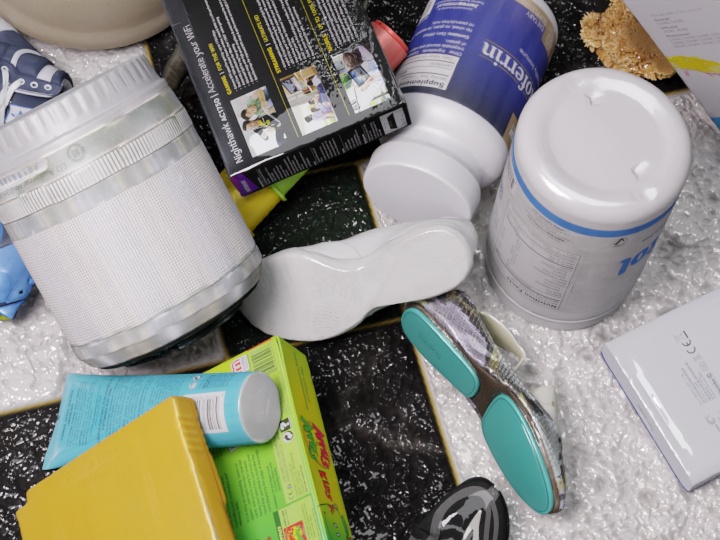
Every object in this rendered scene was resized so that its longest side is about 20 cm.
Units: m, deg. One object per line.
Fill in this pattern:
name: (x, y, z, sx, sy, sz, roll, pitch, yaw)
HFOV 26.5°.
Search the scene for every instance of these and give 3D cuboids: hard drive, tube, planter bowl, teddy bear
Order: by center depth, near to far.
tube: (-0.153, 0.106, 1.125, 0.199, 0.050, 0.078, -6, 57, 32)
hard drive: (0.311, 0.075, 1.222, 0.199, 0.025, 0.132, -24, 68, -14)
planter bowl: (-0.232, -0.308, 1.302, 0.199, 0.135, 0.201, 5, 59, -8)
teddy bear: (0.269, -0.238, 1.357, 0.144, 0.067, 0.201, 24, 63, -12)

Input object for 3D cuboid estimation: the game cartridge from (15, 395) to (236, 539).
game cartridge: (-0.155, 0.215, 1.067, 0.176, 0.032, 0.201, -33, 63, 26)

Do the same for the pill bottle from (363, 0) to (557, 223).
pill bottle: (0.081, -0.139, 1.263, 0.115, 0.116, 0.201, 21, 65, 7)

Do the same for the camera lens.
camera lens: (-0.178, -0.039, 1.141, 0.160, 0.160, 0.201, -31, 103, -17)

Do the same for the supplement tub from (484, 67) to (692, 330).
supplement tub: (0.170, -0.051, 1.178, 0.131, 0.200, 0.133, 1, 64, -2)

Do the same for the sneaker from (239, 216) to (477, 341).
sneaker: (0.000, 0.000, 1.215, 0.199, 0.089, 0.076, -12, 107, 17)

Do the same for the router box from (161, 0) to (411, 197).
router box: (-0.065, -0.180, 1.203, 0.149, 0.051, 0.201, -22, 73, 1)

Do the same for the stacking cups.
stacking cups: (-0.043, -0.120, 1.245, 0.060, 0.061, 0.200, 41, 86, 16)

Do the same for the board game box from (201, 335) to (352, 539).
board game box: (-0.070, 0.159, 1.107, 0.101, 0.048, 0.201, -27, 56, 17)

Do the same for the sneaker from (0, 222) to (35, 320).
sneaker: (-0.273, -0.009, 1.211, 0.200, 0.066, 0.078, -41, 86, -20)

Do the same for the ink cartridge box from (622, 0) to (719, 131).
ink cartridge box: (0.339, -0.221, 1.245, 0.146, 0.200, 0.147, 1, 56, 48)

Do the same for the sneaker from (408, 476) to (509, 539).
sneaker: (0.042, 0.230, 1.097, 0.071, 0.083, 0.200, 39, 68, 14)

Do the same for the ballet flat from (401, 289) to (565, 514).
ballet flat: (0.113, 0.092, 1.181, 0.072, 0.072, 0.201, -30, 71, -17)

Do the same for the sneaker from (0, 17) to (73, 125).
sneaker: (-0.316, -0.136, 1.233, 0.108, 0.070, 0.200, 37, 40, 10)

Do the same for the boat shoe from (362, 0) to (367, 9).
boat shoe: (-0.062, -0.307, 1.363, 0.074, 0.066, 0.200, -28, 69, -15)

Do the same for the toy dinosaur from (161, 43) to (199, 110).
toy dinosaur: (-0.109, -0.186, 1.281, 0.199, 0.102, 0.077, -9, 64, -9)
